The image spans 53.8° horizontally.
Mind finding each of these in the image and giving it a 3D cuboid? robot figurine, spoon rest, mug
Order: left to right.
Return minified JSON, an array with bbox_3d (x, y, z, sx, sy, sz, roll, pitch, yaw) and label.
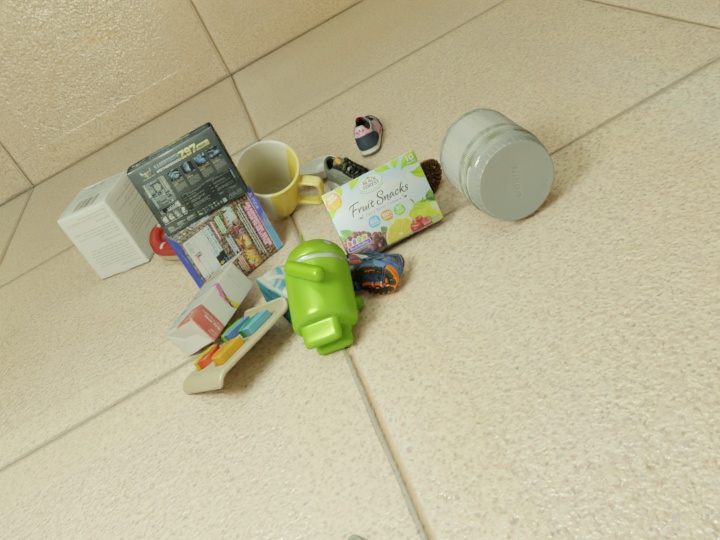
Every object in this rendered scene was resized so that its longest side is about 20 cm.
[{"bbox_3d":[-0.193,-0.186,1.653,0.186,0.154,0.150,38,70,18],"label":"mug"},{"bbox_3d":[-0.145,-0.236,1.776,0.199,0.061,0.099,-35,31,-8],"label":"spoon rest"},{"bbox_3d":[-0.068,0.036,1.210,0.114,0.175,0.203,-23,61,20],"label":"robot figurine"}]

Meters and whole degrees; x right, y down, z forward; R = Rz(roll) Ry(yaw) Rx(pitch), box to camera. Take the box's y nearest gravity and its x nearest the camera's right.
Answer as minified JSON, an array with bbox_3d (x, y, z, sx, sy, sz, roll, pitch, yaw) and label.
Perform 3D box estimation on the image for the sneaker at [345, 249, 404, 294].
[{"bbox_3d":[0.000,0.000,1.309,0.197,0.077,0.078,6,32,36],"label":"sneaker"}]

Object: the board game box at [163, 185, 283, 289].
[{"bbox_3d":[-0.297,-0.067,1.554,0.199,0.161,0.096,-40,32,-21],"label":"board game box"}]

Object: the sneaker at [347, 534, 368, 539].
[{"bbox_3d":[-0.053,0.372,0.771,0.200,0.089,0.074,-46,36,-23],"label":"sneaker"}]

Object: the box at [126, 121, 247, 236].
[{"bbox_3d":[-0.356,-0.187,1.467,0.198,0.159,0.051,-30,29,-1],"label":"box"}]

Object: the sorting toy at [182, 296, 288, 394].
[{"bbox_3d":[-0.230,0.131,1.272,0.184,0.037,0.201,-21,27,54],"label":"sorting toy"}]

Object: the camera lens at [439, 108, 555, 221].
[{"bbox_3d":[0.243,-0.196,1.292,0.158,0.161,0.201,-28,30,0],"label":"camera lens"}]

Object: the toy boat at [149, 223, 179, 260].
[{"bbox_3d":[-0.454,-0.107,1.771,0.197,0.132,0.131,-1,39,38],"label":"toy boat"}]

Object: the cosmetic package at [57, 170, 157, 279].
[{"bbox_3d":[-0.657,-0.121,1.892,0.165,0.202,0.168,-18,32,17],"label":"cosmetic package"}]

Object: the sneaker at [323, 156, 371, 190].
[{"bbox_3d":[-0.024,-0.219,1.633,0.074,0.080,0.199,-40,33,-23],"label":"sneaker"}]

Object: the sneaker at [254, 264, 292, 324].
[{"bbox_3d":[-0.130,0.039,1.342,0.080,0.077,0.199,-32,33,-17],"label":"sneaker"}]

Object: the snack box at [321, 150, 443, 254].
[{"bbox_3d":[0.042,-0.121,1.366,0.197,0.144,0.053,-26,-2,5],"label":"snack box"}]

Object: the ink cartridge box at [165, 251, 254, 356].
[{"bbox_3d":[-0.288,0.063,1.411,0.116,0.067,0.201,-28,24,45],"label":"ink cartridge box"}]

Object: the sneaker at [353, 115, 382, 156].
[{"bbox_3d":[0.015,-0.371,1.821,0.069,0.083,0.201,-22,31,11],"label":"sneaker"}]

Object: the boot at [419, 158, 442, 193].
[{"bbox_3d":[0.081,-0.164,1.474,0.200,0.076,0.107,-42,28,-19],"label":"boot"}]
